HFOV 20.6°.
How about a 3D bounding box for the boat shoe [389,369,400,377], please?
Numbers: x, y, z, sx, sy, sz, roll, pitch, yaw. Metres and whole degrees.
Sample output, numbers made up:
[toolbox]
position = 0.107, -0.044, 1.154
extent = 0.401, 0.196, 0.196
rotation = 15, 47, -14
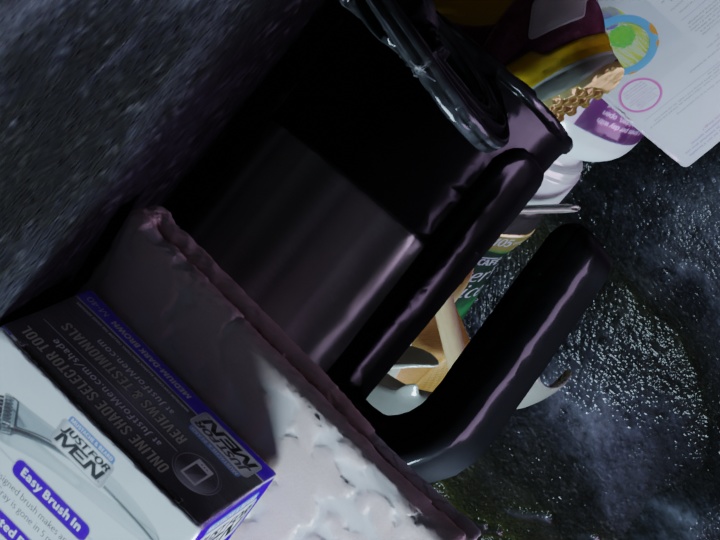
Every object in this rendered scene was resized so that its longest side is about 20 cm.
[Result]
[boat shoe]
position = 0.000, 0.000, 1.137
extent = 0.063, 0.072, 0.201
rotation = -113, -140, -76

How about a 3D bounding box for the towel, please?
[towel]
position = -0.071, 0.106, 0.806
extent = 0.200, 0.191, 0.032
rotation = -54, 165, 28

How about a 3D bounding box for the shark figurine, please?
[shark figurine]
position = -0.003, 0.038, 0.985
extent = 0.128, 0.090, 0.214
rotation = -39, -149, -22

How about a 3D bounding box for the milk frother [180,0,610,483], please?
[milk frother]
position = -0.015, -0.027, 0.820
extent = 0.189, 0.180, 0.200
rotation = -51, 133, -1

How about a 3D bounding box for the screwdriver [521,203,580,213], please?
[screwdriver]
position = 0.037, -0.030, 1.093
extent = 0.199, 0.028, 0.029
rotation = 0, 149, -33

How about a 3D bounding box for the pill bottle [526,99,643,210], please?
[pill bottle]
position = 0.134, -0.134, 1.116
extent = 0.200, 0.112, 0.112
rotation = -54, 174, 25

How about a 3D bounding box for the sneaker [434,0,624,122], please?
[sneaker]
position = 0.030, -0.092, 0.979
extent = 0.199, 0.091, 0.075
rotation = -25, 172, 22

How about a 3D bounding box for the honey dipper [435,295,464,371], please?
[honey dipper]
position = 0.040, -0.006, 1.058
extent = 0.038, 0.202, 0.038
rotation = -14, -167, 3

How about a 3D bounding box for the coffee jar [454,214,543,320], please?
[coffee jar]
position = 0.055, -0.017, 1.464
extent = 0.104, 0.086, 0.200
rotation = 8, 134, -29

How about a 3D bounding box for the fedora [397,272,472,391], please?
[fedora]
position = 0.009, 0.055, 1.358
extent = 0.200, 0.082, 0.201
rotation = -28, 153, -16

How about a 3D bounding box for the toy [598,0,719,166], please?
[toy]
position = 0.145, -0.149, 1.010
extent = 0.115, 0.199, 0.047
rotation = -38, -142, 25

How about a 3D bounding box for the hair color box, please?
[hair color box]
position = -0.133, 0.119, 0.789
extent = 0.200, 0.109, 0.065
rotation = -54, 167, 30
